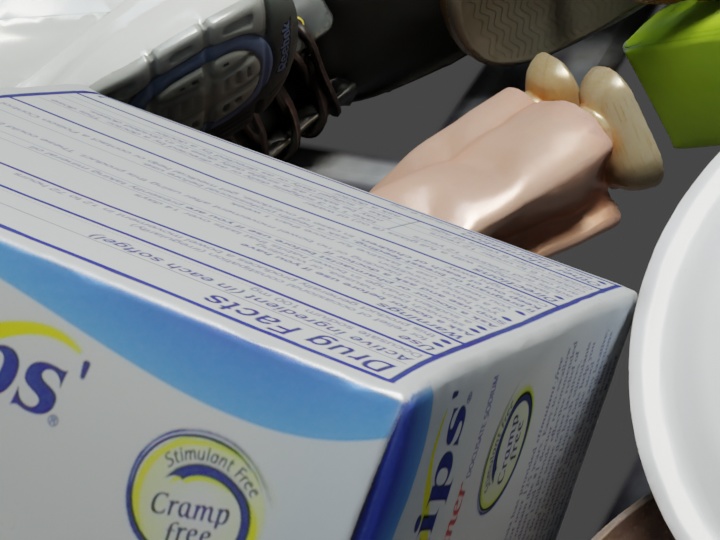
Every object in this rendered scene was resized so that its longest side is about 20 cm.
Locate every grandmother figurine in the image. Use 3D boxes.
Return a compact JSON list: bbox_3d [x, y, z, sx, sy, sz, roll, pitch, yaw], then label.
[{"bbox_3d":[0.000,0.000,0.890,0.200,0.061,0.121,-30,15,-19],"label":"grandmother figurine"}]

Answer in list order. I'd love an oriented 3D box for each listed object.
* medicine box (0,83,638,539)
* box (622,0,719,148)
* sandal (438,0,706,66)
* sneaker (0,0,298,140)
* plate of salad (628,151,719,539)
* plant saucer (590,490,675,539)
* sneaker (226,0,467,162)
[{"bbox_3d":[-0.050,0.031,0.726,0.182,0.103,0.200,21,13,17],"label":"medicine box"},{"bbox_3d":[0.190,-0.094,0.896,0.122,0.048,0.200,-39,19,-28],"label":"box"},{"bbox_3d":[0.117,-0.119,0.915,0.199,0.082,0.055,-20,41,9],"label":"sandal"},{"bbox_3d":[-0.120,-0.054,0.875,0.199,0.075,0.087,-26,60,-14],"label":"sneaker"},{"bbox_3d":[0.171,0.027,0.750,0.199,0.048,0.201,-5,63,10],"label":"plate of salad"},{"bbox_3d":[0.140,0.117,0.726,0.199,0.035,0.201,-6,38,5],"label":"plant saucer"},{"bbox_3d":[-0.028,-0.059,0.961,0.199,0.075,0.106,-16,41,9],"label":"sneaker"}]
